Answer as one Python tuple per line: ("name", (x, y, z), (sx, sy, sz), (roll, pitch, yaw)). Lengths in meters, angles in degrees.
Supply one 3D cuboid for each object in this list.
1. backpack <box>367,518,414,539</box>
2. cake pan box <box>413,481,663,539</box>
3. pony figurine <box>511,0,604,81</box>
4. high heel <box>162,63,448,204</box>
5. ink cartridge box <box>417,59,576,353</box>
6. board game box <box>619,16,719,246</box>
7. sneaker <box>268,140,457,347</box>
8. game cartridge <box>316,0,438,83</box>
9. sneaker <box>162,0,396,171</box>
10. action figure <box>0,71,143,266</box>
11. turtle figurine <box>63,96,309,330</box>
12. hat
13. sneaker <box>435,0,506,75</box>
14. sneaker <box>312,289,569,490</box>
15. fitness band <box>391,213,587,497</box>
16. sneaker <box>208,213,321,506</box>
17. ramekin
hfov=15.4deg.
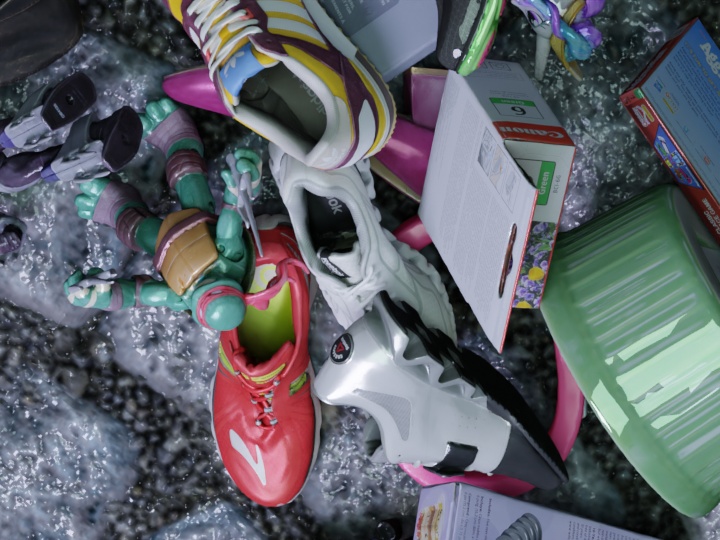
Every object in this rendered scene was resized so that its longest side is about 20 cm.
("backpack", (-0.021, 0.297, 1.756), (0.154, 0.200, 0.191), (-10, 115, 29))
("cake pan box", (0.110, 0.252, 1.716), (0.184, 0.052, 0.201), (15, 74, -28))
("pony figurine", (0.113, -0.237, 1.626), (0.200, 0.167, 0.193), (45, 118, 2))
("high heel", (-0.028, -0.084, 1.706), (0.199, 0.067, 0.096), (2, 92, -10))
("ink cartridge box", (0.088, -0.041, 1.595), (0.050, 0.200, 0.109), (4, 115, -16))
("board game box", (0.243, -0.054, 1.682), (0.019, 0.103, 0.200), (-26, 104, 41))
("sneaker", (0.000, 0.000, 1.681), (0.075, 0.081, 0.200), (-25, 116, 12))
("game cartridge", (-0.009, -0.216, 1.630), (0.133, 0.040, 0.201), (-30, 82, 46))
("sneaker", (-0.066, -0.141, 1.603), (0.200, 0.090, 0.075), (43, 115, 12))
("action figure", (-0.237, -0.069, 1.702), (0.200, 0.070, 0.130), (-19, 125, 38))
("turtle figurine", (-0.114, -0.018, 1.666), (0.150, 0.200, 0.101), (-37, 128, 3))
("hat", (-0.227, -0.161, 1.650), (0.200, 0.201, 0.081), (-20, 119, 9))
("sneaker", (0.041, -0.210, 1.546), (0.083, 0.077, 0.201), (-8, 87, 0))
("sneaker", (0.048, 0.094, 1.690), (0.089, 0.074, 0.200), (-44, 123, 13))
("fitness band", (0.075, 0.055, 1.755), (0.143, 0.037, 0.201), (-6, 104, 6))
("sneaker", (-0.067, 0.064, 1.742), (0.077, 0.085, 0.201), (0, 105, 5))
("ramekin", (0.199, 0.043, 1.654), (0.098, 0.200, 0.200), (-33, 101, 16))
